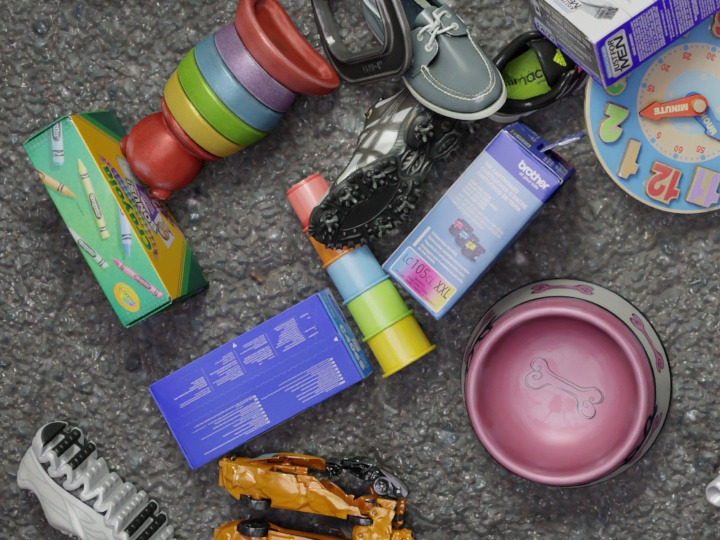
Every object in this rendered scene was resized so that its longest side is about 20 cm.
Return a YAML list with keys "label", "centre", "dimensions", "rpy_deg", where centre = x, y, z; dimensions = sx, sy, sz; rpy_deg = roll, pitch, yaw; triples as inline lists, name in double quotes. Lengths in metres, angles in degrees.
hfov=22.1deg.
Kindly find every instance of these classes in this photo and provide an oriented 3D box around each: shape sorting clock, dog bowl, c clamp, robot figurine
- label: "shape sorting clock"
  centre: [0.297, -0.149, 1.635]
  dimensions: [0.199, 0.039, 0.201]
  rpy_deg: [-2, 105, -7]
- label: "dog bowl"
  centre: [0.185, 0.110, 1.699]
  dimensions: [0.199, 0.074, 0.201]
  rpy_deg: [1, 97, 12]
- label: "c clamp"
  centre: [-0.004, -0.250, 1.653]
  dimensions: [0.027, 0.200, 0.171]
  rpy_deg: [-26, 94, -23]
- label: "robot figurine"
  centre: [-0.042, 0.240, 1.775]
  dimensions: [0.199, 0.058, 0.146]
  rpy_deg: [9, 99, 13]

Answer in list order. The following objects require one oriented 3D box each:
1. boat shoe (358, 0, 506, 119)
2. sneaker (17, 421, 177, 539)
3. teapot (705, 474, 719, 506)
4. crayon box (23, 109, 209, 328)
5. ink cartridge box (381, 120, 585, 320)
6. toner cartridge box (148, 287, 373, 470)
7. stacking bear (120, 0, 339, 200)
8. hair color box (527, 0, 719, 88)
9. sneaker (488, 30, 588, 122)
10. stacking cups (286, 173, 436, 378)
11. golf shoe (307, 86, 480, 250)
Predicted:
- label: "boat shoe"
  centre: [0.058, -0.208, 1.642]
  dimensions: [0.073, 0.062, 0.200]
  rpy_deg: [-33, 52, -7]
- label: "sneaker"
  centre: [-0.259, 0.243, 1.826]
  dimensions: [0.200, 0.075, 0.081]
  rpy_deg: [46, 118, 6]
- label: "teapot"
  centre: [0.414, 0.113, 1.610]
  dimensions: [0.197, 0.146, 0.201]
  rpy_deg: [8, 98, 12]
- label: "crayon box"
  centre: [-0.230, -0.051, 1.751]
  dimensions: [0.058, 0.119, 0.201]
  rpy_deg: [-29, 90, 15]
- label: "ink cartridge box"
  centre: [0.119, -0.060, 1.661]
  dimensions: [0.076, 0.136, 0.200]
  rpy_deg: [41, 104, 4]
- label: "toner cartridge box"
  centre: [-0.097, 0.105, 1.779]
  dimensions: [0.200, 0.043, 0.095]
  rpy_deg: [-28, 91, 15]
- label: "stacking bear"
  centre: [-0.138, -0.153, 1.728]
  dimensions: [0.200, 0.114, 0.122]
  rpy_deg: [-41, 87, 19]
- label: "hair color box"
  centre: [0.253, -0.256, 1.585]
  dimensions: [0.200, 0.065, 0.109]
  rpy_deg: [-33, 49, -9]
- label: "sneaker"
  centre: [0.188, -0.194, 1.653]
  dimensions: [0.199, 0.087, 0.074]
  rpy_deg: [-28, 90, 14]
- label: "stacking cups"
  centre: [0.000, 0.000, 1.739]
  dimensions: [0.060, 0.060, 0.201]
  rpy_deg: [-29, 87, 15]
- label: "golf shoe"
  centre: [0.025, -0.104, 1.707]
  dimensions: [0.200, 0.095, 0.078]
  rpy_deg: [-43, 124, 8]
